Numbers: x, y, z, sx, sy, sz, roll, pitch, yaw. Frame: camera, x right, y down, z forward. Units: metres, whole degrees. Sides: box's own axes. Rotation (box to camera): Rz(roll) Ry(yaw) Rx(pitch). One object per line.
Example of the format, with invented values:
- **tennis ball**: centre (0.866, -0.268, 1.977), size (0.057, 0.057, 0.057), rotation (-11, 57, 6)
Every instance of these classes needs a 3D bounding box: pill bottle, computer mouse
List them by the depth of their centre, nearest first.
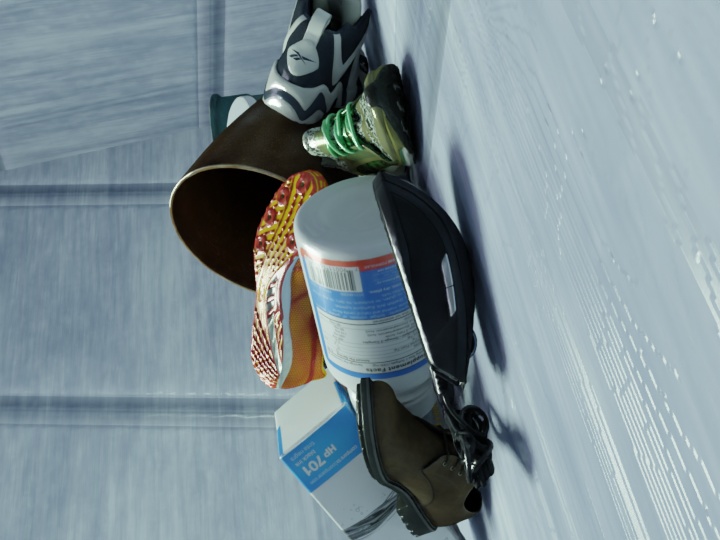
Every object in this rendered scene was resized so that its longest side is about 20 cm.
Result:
- **computer mouse**: centre (0.058, 0.032, 0.527), size (0.140, 0.046, 0.202), rotation (49, -156, -84)
- **pill bottle**: centre (0.016, 0.032, 0.672), size (0.113, 0.111, 0.201), rotation (-105, 3, -54)

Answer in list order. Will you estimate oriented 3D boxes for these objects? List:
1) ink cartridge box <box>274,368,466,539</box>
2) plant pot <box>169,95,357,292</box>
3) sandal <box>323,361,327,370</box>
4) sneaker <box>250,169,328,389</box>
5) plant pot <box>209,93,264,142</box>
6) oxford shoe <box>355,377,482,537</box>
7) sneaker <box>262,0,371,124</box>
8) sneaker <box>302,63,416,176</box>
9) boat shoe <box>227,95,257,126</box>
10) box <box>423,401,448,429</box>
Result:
- **ink cartridge box**: centre (0.008, 0.210, 0.802), size (0.201, 0.086, 0.146), rotation (53, 178, -10)
- **plant pot**: centre (-0.075, -0.107, 0.842), size (0.188, 0.185, 0.201), rotation (79, -157, -48)
- **sandal**: centre (-0.040, 0.075, 0.943), size (0.075, 0.048, 0.201), rotation (53, 173, 39)
- **sneaker**: centre (-0.053, 0.008, 0.723), size (0.073, 0.077, 0.202), rotation (26, 114, 44)
- **plant pot**: centre (-0.089, -0.170, 1.119), size (0.200, 0.194, 0.202), rotation (-13, -90, -87)
- **oxford shoe**: centre (0.052, 0.145, 0.650), size (0.200, 0.084, 0.073), rotation (58, -159, -44)
- **sneaker**: centre (-0.022, -0.234, 0.792), size (0.199, 0.079, 0.130), rotation (-42, -17, -57)
- **sneaker**: centre (-0.004, -0.111, 0.669), size (0.200, 0.088, 0.078), rotation (98, 159, -84)
- **boat shoe**: centre (-0.113, -0.122, 1.005), size (0.071, 0.069, 0.202), rotation (-23, 80, 48)
- **box**: centre (0.062, 0.126, 0.862), size (0.200, 0.048, 0.160), rotation (166, 91, -88)
